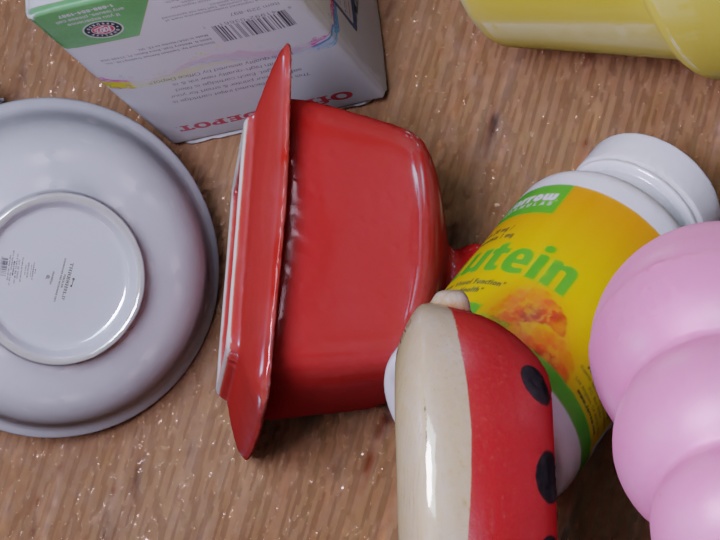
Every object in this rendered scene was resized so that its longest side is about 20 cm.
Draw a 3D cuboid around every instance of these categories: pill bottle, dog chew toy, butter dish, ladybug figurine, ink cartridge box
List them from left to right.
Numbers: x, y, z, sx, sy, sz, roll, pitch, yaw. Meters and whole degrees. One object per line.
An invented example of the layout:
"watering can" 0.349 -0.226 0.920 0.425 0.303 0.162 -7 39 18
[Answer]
"ink cartridge box" -0.084 -0.155 1.201 0.145 0.200 0.088 -11 68 16
"butter dish" 0.000 0.000 1.158 0.147 0.199 0.200 5 75 -4
"ladybug figurine" 0.054 0.109 0.961 0.072 0.136 0.201 -2 96 3
"pill bottle" 0.108 0.018 1.100 0.111 0.111 0.200 24 52 23
"dog chew toy" 0.169 0.070 0.958 0.124 0.125 0.200 -14 39 14

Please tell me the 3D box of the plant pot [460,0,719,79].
"plant pot" 0.155 -0.199 1.148 0.189 0.201 0.201 -4 73 34

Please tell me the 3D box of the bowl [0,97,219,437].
"bowl" -0.173 0.001 1.192 0.201 0.090 0.202 -1 94 -12

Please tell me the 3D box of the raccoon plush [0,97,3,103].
"raccoon plush" -0.271 -0.066 1.244 0.134 0.200 0.097 38 108 49
